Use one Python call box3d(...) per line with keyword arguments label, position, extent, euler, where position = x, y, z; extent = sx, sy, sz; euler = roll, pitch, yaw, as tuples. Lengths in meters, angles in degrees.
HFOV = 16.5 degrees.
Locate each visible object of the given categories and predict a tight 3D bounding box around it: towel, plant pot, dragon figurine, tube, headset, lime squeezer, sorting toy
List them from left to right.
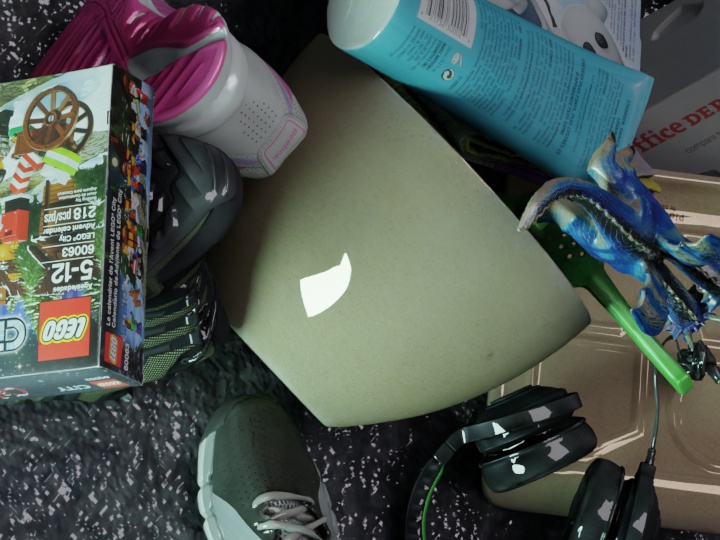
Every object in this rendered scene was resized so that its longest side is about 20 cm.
box3d(label="plant pot", position=(0.000, 0.000, 1.249), extent=(0.134, 0.200, 0.200), euler=(-44, 104, -2))
box3d(label="towel", position=(0.073, -0.099, 1.335), extent=(0.200, 0.023, 0.144), euler=(12, 37, -50))
box3d(label="tube", position=(0.071, -0.095, 1.212), extent=(0.200, 0.050, 0.078), euler=(25, 83, -39))
box3d(label="lime squeezer", position=(0.103, -0.014, 1.303), extent=(0.038, 0.200, 0.071), euler=(-50, 140, 2))
box3d(label="headset", position=(0.112, 0.110, 1.319), extent=(0.200, 0.094, 0.124), euler=(-44, 88, 1))
box3d(label="dragon figurine", position=(0.138, -0.010, 1.188), extent=(0.099, 0.200, 0.059), euler=(45, 99, 13))
box3d(label="sorting toy", position=(0.164, 0.044, 1.386), extent=(0.184, 0.036, 0.201), euler=(7, 74, -3))

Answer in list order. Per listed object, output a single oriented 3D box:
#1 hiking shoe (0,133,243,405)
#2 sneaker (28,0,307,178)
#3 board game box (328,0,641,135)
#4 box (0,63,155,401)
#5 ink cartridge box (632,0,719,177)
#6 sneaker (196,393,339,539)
box3d(label="hiking shoe", position=(-0.098, 0.001, 1.164), extent=(0.100, 0.200, 0.076), euler=(8, 58, -35))
box3d(label="sneaker", position=(-0.094, -0.085, 1.200), extent=(0.088, 0.200, 0.081), euler=(40, 87, -31))
box3d(label="board game box", position=(0.064, -0.186, 1.307), extent=(0.199, 0.043, 0.201), euler=(30, 47, -28))
box3d(label="box", position=(-0.187, -0.009, 1.108), extent=(0.038, 0.199, 0.137), euler=(30, 56, -58))
box3d(label="ink cartridge box", position=(0.253, -0.077, 1.440), extent=(0.200, 0.147, 0.086), euler=(31, 57, -22))
box3d(label="sneaker", position=(-0.014, 0.151, 1.221), extent=(0.075, 0.115, 0.201), euler=(-8, 82, -34))
